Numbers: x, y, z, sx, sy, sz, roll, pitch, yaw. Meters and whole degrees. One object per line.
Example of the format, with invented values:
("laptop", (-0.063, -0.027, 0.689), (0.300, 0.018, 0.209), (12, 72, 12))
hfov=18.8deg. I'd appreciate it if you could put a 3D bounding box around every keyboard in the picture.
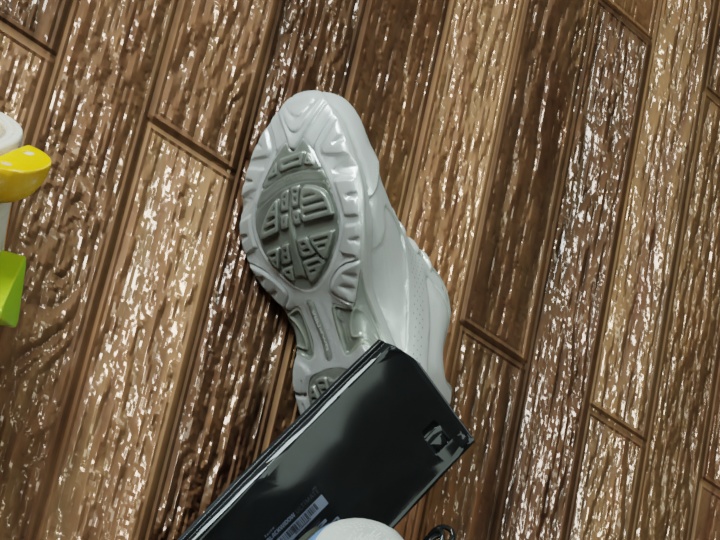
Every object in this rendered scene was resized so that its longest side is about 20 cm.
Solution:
("keyboard", (-0.019, 0.140, 1.060), (0.200, 0.021, 0.127), (-44, 113, -17))

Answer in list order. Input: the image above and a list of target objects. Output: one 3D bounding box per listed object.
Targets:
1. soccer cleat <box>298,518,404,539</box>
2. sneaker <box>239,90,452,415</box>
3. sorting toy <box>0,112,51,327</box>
("soccer cleat", (-0.035, 0.205, 0.998), (0.070, 0.086, 0.201), (34, 80, -27))
("sneaker", (0.000, 0.000, 1.124), (0.099, 0.077, 0.202), (-31, 116, -52))
("sorting toy", (-0.208, 0.034, 0.884), (0.199, 0.106, 0.182), (-10, 110, -48))
